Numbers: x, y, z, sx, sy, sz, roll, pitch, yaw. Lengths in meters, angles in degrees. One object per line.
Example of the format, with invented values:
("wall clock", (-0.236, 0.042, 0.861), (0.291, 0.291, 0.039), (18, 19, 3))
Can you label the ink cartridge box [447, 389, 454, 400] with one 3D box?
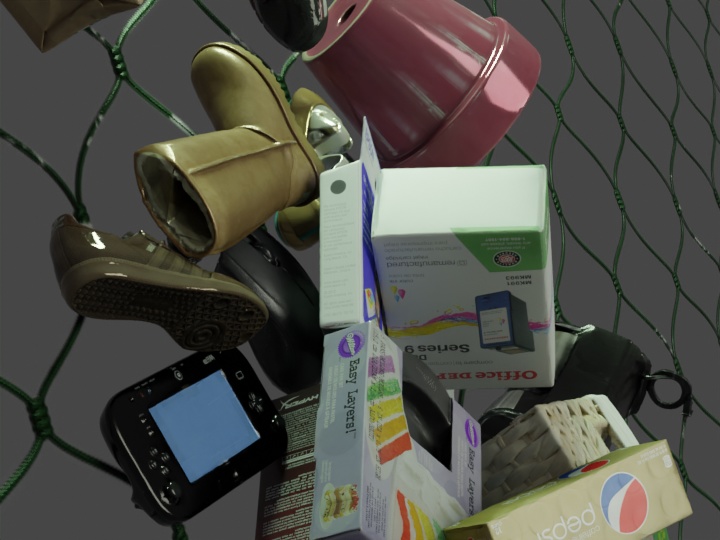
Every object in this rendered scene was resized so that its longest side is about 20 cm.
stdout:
("ink cartridge box", (0.054, 0.024, 1.602), (0.099, 0.039, 0.200), (30, 56, -50))

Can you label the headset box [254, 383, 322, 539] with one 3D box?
("headset box", (-0.013, 0.214, 1.334), (0.149, 0.075, 0.200), (44, 36, -40))

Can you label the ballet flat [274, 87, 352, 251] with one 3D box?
("ballet flat", (-0.035, -0.101, 1.532), (0.069, 0.063, 0.200), (43, 36, -37))

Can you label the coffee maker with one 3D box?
("coffee maker", (0.226, 0.149, 1.695), (0.200, 0.192, 0.135), (-55, 136, -57))

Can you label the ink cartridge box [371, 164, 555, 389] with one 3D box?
("ink cartridge box", (0.094, 0.010, 1.436), (0.200, 0.145, 0.088), (80, 12, -46))

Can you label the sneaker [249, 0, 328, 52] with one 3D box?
("sneaker", (-0.111, -0.294, 1.535), (0.115, 0.076, 0.200), (0, 61, -56))

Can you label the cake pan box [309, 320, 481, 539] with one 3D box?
("cake pan box", (0.033, 0.164, 1.317), (0.184, 0.052, 0.200), (47, 35, -41))

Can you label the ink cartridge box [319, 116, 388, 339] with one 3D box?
("ink cartridge box", (0.000, 0.000, 1.448), (0.198, 0.043, 0.200), (71, 19, -61))

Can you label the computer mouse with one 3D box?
("computer mouse", (-0.076, 0.016, 1.386), (0.200, 0.053, 0.139), (60, 27, -17))

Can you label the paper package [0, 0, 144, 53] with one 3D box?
("paper package", (-0.232, -0.303, 1.274), (0.191, 0.103, 0.200), (53, 30, -28))

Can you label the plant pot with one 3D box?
("plant pot", (0.049, -0.200, 1.639), (0.179, 0.200, 0.200), (38, 37, -20))

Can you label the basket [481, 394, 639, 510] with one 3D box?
("basket", (0.154, 0.217, 1.485), (0.123, 0.200, 0.136), (8, 45, -53))

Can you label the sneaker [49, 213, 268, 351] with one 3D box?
("sneaker", (-0.147, 0.003, 1.237), (0.200, 0.070, 0.076), (21, 36, -51))

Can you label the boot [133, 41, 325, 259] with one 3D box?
("boot", (-0.121, -0.106, 1.349), (0.175, 0.066, 0.200), (50, 29, 7))

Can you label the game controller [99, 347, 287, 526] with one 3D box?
("game controller", (-0.122, 0.119, 1.241), (0.200, 0.042, 0.104), (-28, 96, -63))

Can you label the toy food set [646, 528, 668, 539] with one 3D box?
("toy food set", (0.308, 0.350, 1.855), (0.200, 0.049, 0.198), (10, 62, -59))

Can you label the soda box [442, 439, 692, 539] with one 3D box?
("soda box", (0.167, 0.200, 1.319), (0.200, 0.064, 0.068), (-18, 88, -34))
